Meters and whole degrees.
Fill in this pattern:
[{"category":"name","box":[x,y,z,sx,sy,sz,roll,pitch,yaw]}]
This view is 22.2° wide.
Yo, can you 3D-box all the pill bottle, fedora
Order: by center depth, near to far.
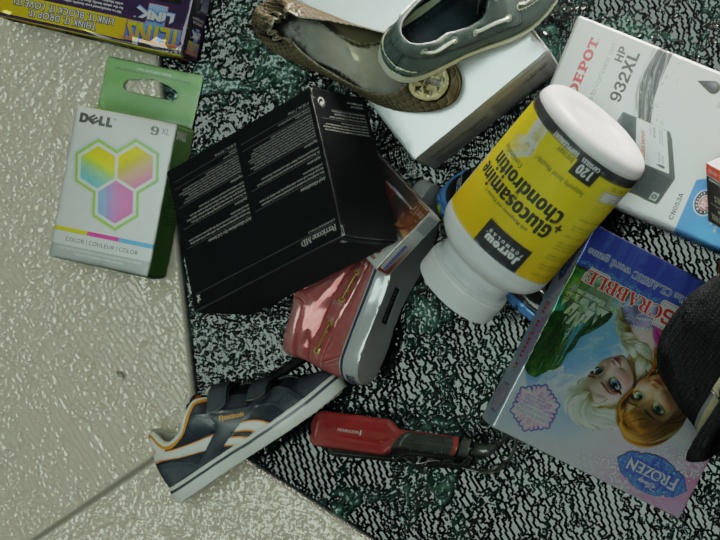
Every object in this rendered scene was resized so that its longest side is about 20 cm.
[{"category":"fedora","box":[0.310,0.063,1.549,0.091,0.200,0.201,40,96,19]},{"category":"pill bottle","box":[0.142,-0.052,1.577,0.112,0.112,0.200,43,112,10]}]

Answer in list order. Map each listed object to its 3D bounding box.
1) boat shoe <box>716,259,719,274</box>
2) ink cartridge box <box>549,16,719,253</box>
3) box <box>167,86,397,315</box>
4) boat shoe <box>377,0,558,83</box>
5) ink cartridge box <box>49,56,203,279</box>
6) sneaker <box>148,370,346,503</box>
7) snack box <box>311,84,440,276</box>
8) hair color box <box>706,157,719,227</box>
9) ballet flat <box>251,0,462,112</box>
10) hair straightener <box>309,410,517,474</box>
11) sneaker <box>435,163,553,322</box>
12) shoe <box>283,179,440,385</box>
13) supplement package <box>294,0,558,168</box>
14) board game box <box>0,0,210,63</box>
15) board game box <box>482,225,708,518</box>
[{"category":"boat shoe","box":[0.398,-0.035,1.615,0.198,0.072,0.068,-17,69,-9]},{"category":"ink cartridge box","box":[0.260,-0.121,1.643,0.199,0.084,0.146,24,95,11]},{"category":"box","box":[-0.074,-0.058,1.661,0.199,0.079,0.142,-25,68,39]},{"category":"boat shoe","box":[0.104,-0.230,1.568,0.199,0.062,0.073,-32,78,-15]},{"category":"ink cartridge box","box":[-0.223,-0.100,1.755,0.103,0.059,0.202,12,91,12]},{"category":"sneaker","box":[-0.112,0.135,1.717,0.199,0.078,0.080,-33,88,11]},{"category":"snack box","box":[-0.010,-0.085,1.687,0.072,0.024,0.200,-46,55,8]},{"category":"hair color box","box":[0.404,-0.082,1.552,0.199,0.111,0.064,-25,125,-21]},{"category":"ballet flat","box":[-0.006,-0.191,1.607,0.199,0.046,0.068,24,96,12]},{"category":"hair straightener","box":[0.055,0.159,1.686,0.198,0.077,0.041,-1,69,27]},{"category":"sneaker","box":[0.153,-0.016,1.669,0.083,0.071,0.200,-43,78,14]},{"category":"shoe","box":[0.000,0.000,1.700,0.090,0.071,0.201,19,81,26]},{"category":"supplement package","box":[0.058,-0.220,1.674,0.155,0.111,0.201,-38,81,8]},{"category":"board game box","box":[-0.237,-0.303,1.766,0.198,0.057,0.167,14,93,11]},{"category":"board game box","box":[0.240,0.088,1.628,0.199,0.041,0.201,26,94,-12]}]
